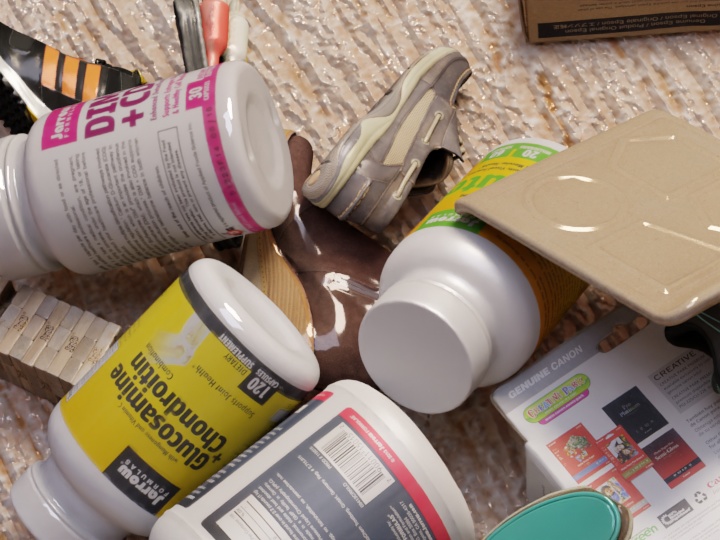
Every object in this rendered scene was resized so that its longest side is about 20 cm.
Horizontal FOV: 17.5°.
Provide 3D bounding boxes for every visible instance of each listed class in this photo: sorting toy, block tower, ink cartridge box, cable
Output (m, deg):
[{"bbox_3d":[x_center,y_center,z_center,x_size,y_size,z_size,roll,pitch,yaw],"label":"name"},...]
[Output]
[{"bbox_3d":[0.186,-0.031,1.455,0.184,0.037,0.199,-25,37,-35],"label":"sorting toy"},{"bbox_3d":[-0.248,0.038,1.610,0.199,0.058,0.054,24,64,17],"label":"block tower"},{"bbox_3d":[0.209,0.107,1.500,0.199,0.084,0.176,-31,60,-13],"label":"ink cartridge box"},{"bbox_3d":[-0.098,-0.117,1.661,0.050,0.097,0.201,-13,60,5],"label":"cable"},{"bbox_3d":[0.194,-0.272,1.732,0.163,0.075,0.202,-3,60,6],"label":"ink cartridge box"}]

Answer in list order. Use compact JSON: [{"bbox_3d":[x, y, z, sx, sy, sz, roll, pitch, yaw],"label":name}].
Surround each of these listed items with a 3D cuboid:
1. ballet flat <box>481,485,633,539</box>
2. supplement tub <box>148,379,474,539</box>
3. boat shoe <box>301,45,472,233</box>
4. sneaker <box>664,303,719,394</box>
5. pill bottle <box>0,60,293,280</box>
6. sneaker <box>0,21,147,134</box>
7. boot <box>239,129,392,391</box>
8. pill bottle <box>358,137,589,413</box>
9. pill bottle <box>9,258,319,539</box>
[{"bbox_3d":[0.087,0.199,1.439,0.199,0.062,0.068,-36,63,13],"label":"ballet flat"},{"bbox_3d":[-0.041,0.177,1.454,0.199,0.141,0.140,-37,62,-15],"label":"supplement tub"},{"bbox_3d":[0.031,-0.085,1.629,0.073,0.075,0.200,42,45,-1],"label":"boat shoe"},{"bbox_3d":[0.266,0.073,1.433,0.079,0.076,0.200,-35,51,-5],"label":"sneaker"},{"bbox_3d":[-0.154,-0.062,1.564,0.198,0.113,0.114,-14,58,15],"label":"pill bottle"},{"bbox_3d":[-0.204,-0.125,1.698,0.090,0.070,0.200,-37,67,-22],"label":"sneaker"},{"bbox_3d":[0.000,0.000,1.612,0.165,0.073,0.201,9,57,-4],"label":"boot"},{"bbox_3d":[0.080,0.005,1.518,0.110,0.112,0.200,23,39,19],"label":"pill bottle"},{"bbox_3d":[-0.129,0.097,1.501,0.200,0.112,0.112,-46,62,9],"label":"pill bottle"}]
